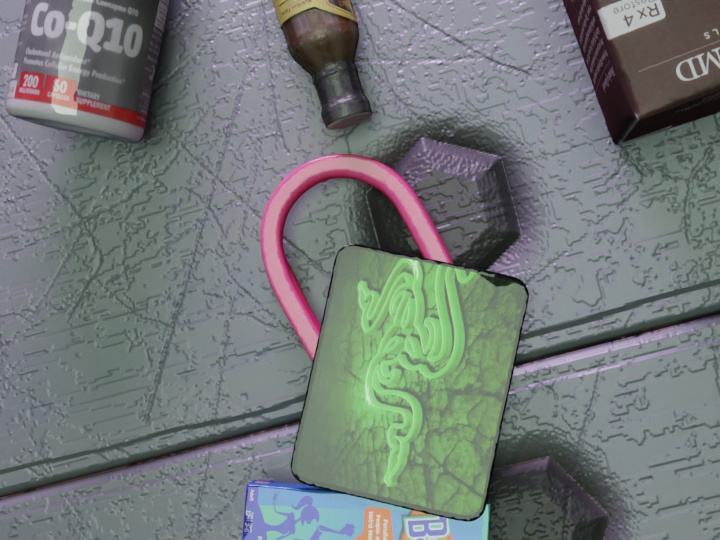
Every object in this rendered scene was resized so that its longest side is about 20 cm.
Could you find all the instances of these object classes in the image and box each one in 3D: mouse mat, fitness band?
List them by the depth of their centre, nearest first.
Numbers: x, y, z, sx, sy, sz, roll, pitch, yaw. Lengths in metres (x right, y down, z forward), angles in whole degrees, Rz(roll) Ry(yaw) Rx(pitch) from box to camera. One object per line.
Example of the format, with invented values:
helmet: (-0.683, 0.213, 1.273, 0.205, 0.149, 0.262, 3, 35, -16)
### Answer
mouse mat: (0.039, 0.089, 0.880, 0.161, 0.008, 0.200, 11, 85, 6)
fitness band: (0.000, 0.000, 0.911, 0.144, 0.037, 0.200, -29, 86, 7)

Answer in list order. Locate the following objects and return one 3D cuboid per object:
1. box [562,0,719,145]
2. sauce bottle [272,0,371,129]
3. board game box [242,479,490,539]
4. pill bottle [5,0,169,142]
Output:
box: (0.241, -0.220, 0.814, 0.166, 0.164, 0.200, -20, 87, 7)
sauce bottle: (-0.038, -0.217, 0.908, 0.065, 0.065, 0.200, -18, 88, 8)
board game box: (0.002, 0.255, 0.892, 0.200, 0.045, 0.152, 3, 85, 4)
pill bottle: (-0.218, -0.215, 0.907, 0.114, 0.114, 0.200, 11, 91, 8)
